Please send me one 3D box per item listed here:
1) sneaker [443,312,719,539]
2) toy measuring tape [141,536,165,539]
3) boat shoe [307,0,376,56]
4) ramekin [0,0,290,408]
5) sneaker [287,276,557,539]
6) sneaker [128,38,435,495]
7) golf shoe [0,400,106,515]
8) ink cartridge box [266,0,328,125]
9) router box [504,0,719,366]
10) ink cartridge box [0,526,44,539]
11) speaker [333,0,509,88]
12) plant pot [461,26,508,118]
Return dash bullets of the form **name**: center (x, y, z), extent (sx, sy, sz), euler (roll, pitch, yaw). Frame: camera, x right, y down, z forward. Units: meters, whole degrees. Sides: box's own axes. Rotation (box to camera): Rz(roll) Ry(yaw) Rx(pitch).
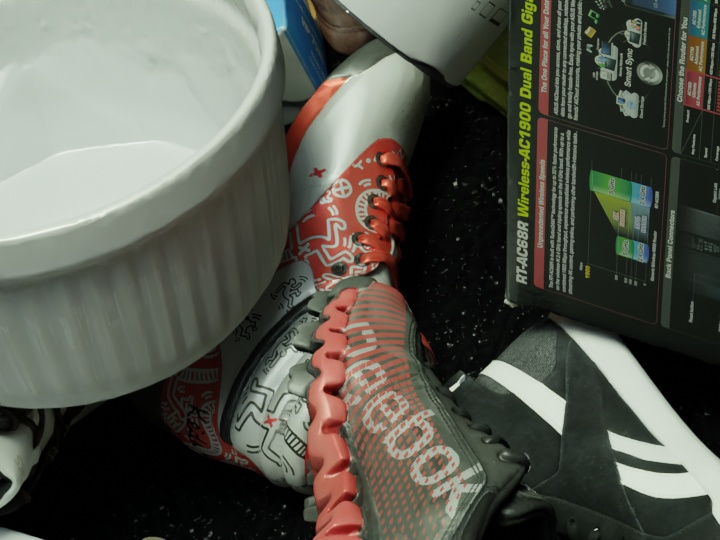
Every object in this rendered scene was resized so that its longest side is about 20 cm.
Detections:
- **sneaker**: center (0.091, 0.107, 1.121), extent (0.112, 0.073, 0.200), euler (-35, 43, -1)
- **toy measuring tape**: center (-0.020, 0.154, 1.140), extent (0.074, 0.074, 0.200), euler (-41, 35, -9)
- **boat shoe**: center (0.000, -0.165, 1.341), extent (0.072, 0.072, 0.200), euler (-6, 33, 5)
- **ramekin**: center (-0.122, -0.036, 1.174), extent (0.199, 0.105, 0.201), euler (-8, 40, 6)
- **sneaker**: center (0.023, 0.080, 1.091), extent (0.098, 0.071, 0.201), euler (-8, 44, 5)
- **sneaker**: center (0.000, 0.001, 1.228), extent (0.108, 0.067, 0.202), euler (26, 73, 32)
- **golf shoe**: center (-0.145, 0.062, 1.211), extent (0.200, 0.078, 0.094), euler (-29, 41, -25)
- **ink cartridge box**: center (-0.085, -0.153, 1.365), extent (0.116, 0.067, 0.201), euler (-16, 53, 12)
- **router box**: center (0.132, -0.057, 1.081), extent (0.149, 0.200, 0.062), euler (17, 44, 20)
- **ink cartridge box**: center (-0.140, 0.187, 1.149), extent (0.199, 0.057, 0.163), euler (14, 62, 33)
- **speaker**: center (0.069, -0.170, 1.114), extent (0.200, 0.081, 0.081), euler (-51, 51, 10)
- **plant pot**: center (0.108, -0.149, 1.227), extent (0.200, 0.200, 0.184), euler (38, 87, 36)
